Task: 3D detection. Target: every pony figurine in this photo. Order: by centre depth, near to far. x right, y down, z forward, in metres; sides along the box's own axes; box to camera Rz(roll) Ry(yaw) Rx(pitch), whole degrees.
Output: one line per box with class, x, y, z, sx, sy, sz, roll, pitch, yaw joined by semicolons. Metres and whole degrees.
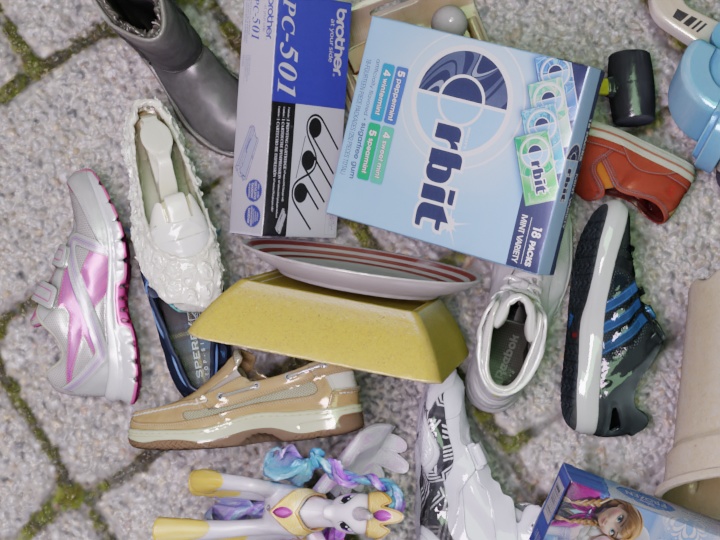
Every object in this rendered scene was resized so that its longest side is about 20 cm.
pony figurine;-0.042;0.200;1.319;0.198;0.193;0.168;-1;78;16

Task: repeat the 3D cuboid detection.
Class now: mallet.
mallet;0.169;-0.150;1.413;0.198;0.041;0.067;-8;84;-23

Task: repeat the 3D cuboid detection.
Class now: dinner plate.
dinner plate;0.000;0.000;1.332;0.198;0.200;0.025;10;95;-2

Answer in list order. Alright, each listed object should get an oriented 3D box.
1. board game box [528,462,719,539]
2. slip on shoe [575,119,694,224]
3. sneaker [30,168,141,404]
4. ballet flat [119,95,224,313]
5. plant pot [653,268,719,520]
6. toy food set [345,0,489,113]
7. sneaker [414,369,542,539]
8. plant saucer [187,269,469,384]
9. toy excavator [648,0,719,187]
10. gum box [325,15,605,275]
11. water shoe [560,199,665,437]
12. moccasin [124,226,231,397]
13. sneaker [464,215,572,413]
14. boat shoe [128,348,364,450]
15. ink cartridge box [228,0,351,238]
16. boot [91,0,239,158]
board game box;0.217;0.282;1.329;0.197;0.043;0.202;20;105;-8
slip on shoe;0.197;-0.092;1.397;0.198;0.074;0.062;20;87;-24
sneaker;-0.235;0.015;1.372;0.087;0.081;0.202;-6;82;-6
ballet flat;-0.161;-0.060;1.345;0.071;0.072;0.201;-18;60;-5
plant pot;0.340;0.098;1.349;0.198;0.201;0.185;3;71;-3
toy food set;0.064;-0.149;1.422;0.142;0.060;0.202;-21;83;-6
sneaker;0.104;0.181;1.372;0.114;0.075;0.202;1;87;-4
plant saucer;-0.016;0.037;1.303;0.198;0.200;0.049;11;96;9
toy excavator;0.306;-0.191;1.426;0.199;0.100;0.195;29;73;7
gum box;0.083;-0.104;1.344;0.198;0.044;0.172;17;98;25
water shoe;0.220;0.041;1.399;0.078;0.072;0.202;7;96;-9
moccasin;-0.144;0.013;1.383;0.080;0.068;0.202;-18;83;-6
sneaker;0.141;0.018;1.376;0.073;0.116;0.202;15;80;1
boat shoe;-0.095;0.101;1.315;0.198;0.072;0.077;-8;89;13
ink cartridge box;-0.058;-0.129;1.376;0.044;0.094;0.202;6;94;40
boot;-0.149;-0.179;1.344;0.182;0.200;0.073;44;82;4
